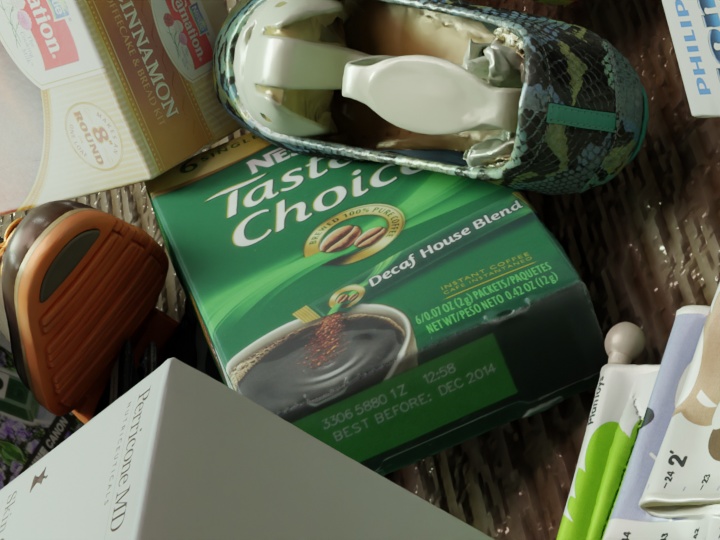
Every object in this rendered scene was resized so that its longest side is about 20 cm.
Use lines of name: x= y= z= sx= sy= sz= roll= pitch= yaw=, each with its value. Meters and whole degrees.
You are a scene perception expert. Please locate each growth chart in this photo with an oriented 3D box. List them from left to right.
growth chart: x=0.126 y=0.036 z=0.872 sx=0.200 sy=0.018 sz=0.145 roll=-28 pitch=39 yaw=47

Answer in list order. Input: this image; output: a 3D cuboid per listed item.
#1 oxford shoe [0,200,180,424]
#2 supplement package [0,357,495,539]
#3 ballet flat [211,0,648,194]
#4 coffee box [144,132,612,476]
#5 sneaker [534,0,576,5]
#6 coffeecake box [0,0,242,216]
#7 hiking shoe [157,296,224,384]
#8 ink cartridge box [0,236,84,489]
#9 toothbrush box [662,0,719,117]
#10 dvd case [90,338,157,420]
oxford shoe: x=-0.117 y=0.011 z=1.126 sx=0.071 sy=0.073 sz=0.200 roll=-49 pitch=-12 yaw=-13
supplement package: x=-0.040 y=0.159 z=0.881 sx=0.111 sy=0.155 sz=0.201 roll=-37 pitch=33 yaw=38
ballet flat: x=0.005 y=-0.069 z=1.028 sx=0.199 sy=0.074 sz=0.074 roll=9 pitch=69 yaw=42
coffee box: x=0.000 y=0.000 z=1.043 sx=0.123 sy=0.044 sz=0.200 roll=-22 pitch=29 yaw=-2
sneaker: x=0.077 y=-0.156 z=1.113 sx=0.200 sy=0.090 sz=0.078 roll=-59 pitch=-15 yaw=-44
coffeecake box: x=-0.152 y=-0.101 z=1.159 sx=0.200 sy=0.154 sz=0.073 roll=-11 pitch=16 yaw=44
hiking shoe: x=-0.043 y=0.079 z=1.089 sx=0.087 sy=0.074 sz=0.200 roll=-60 pitch=15 yaw=24
ink cartridge box: x=-0.201 y=0.016 z=1.249 sx=0.050 sy=0.200 sz=0.109 roll=-43 pitch=12 yaw=45
toothbrush box: x=0.184 y=-0.100 z=0.748 sx=0.145 sy=0.086 sz=0.200 roll=-22 pitch=10 yaw=-25
dvd case: x=-0.111 y=0.145 z=1.114 sx=0.149 sy=0.016 sz=0.200 roll=-93 pitch=21 yaw=-46
